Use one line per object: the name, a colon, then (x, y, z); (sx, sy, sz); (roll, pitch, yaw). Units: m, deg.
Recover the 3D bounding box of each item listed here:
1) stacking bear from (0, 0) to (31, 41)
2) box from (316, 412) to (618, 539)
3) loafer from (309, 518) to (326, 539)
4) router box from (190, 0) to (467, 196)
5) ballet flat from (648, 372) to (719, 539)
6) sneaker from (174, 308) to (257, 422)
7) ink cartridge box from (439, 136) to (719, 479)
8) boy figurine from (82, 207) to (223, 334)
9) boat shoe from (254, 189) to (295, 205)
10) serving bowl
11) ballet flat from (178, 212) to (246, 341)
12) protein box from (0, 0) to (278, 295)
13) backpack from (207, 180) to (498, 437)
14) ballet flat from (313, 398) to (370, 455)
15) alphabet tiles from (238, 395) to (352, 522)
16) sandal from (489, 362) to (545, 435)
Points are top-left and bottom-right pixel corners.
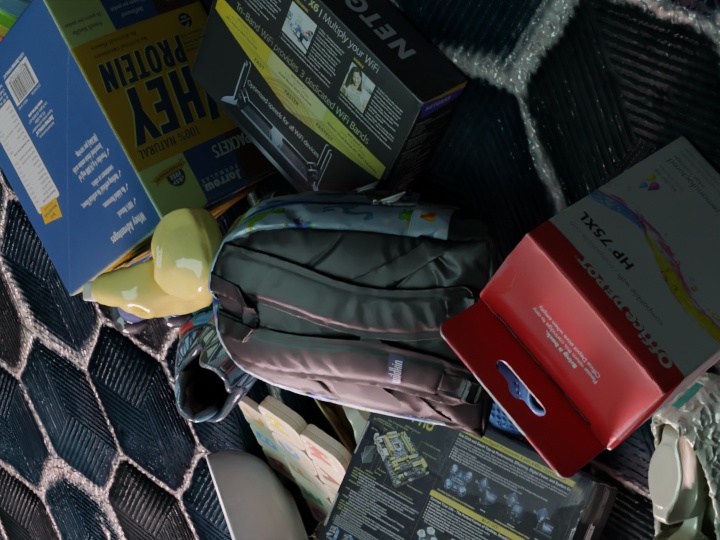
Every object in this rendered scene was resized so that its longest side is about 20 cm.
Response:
stacking bear: (-0.283, -0.245, 1.228); (0.123, 0.113, 0.200); (62, 150, 12)
box: (0.069, 0.191, 1.043); (0.198, 0.049, 0.163); (22, 91, 37)
loafer: (-0.004, 0.275, 1.250); (0.072, 0.072, 0.201); (50, 157, 33)
router box: (-0.030, -0.141, 1.043); (0.200, 0.052, 0.158); (47, 140, 17)
ballet flat: (0.215, 0.160, 0.945); (0.071, 0.071, 0.203); (17, 125, 42)
sneaker: (-0.127, 0.081, 1.162); (0.079, 0.096, 0.200); (41, 151, -2)
ink cartridge box: (0.153, 0.017, 0.814); (0.116, 0.199, 0.067); (49, 141, 13)
boy figurine: (-0.150, 0.005, 1.090); (0.200, 0.122, 0.065); (140, 120, -69)
boat shoe: (0.000, 0.000, 1.093); (0.200, 0.073, 0.062); (46, 128, 13)
serving bowl: (-0.081, 0.254, 1.305); (0.200, 0.065, 0.203); (161, 90, -82)
ballet flat: (-0.104, 0.016, 1.219); (0.070, 0.066, 0.200); (28, 142, -7)
protein box: (-0.201, -0.119, 1.185); (0.198, 0.134, 0.202); (-30, 90, 52)
backpack: (-0.006, 0.018, 0.989); (0.197, 0.154, 0.165); (-1, 118, 2)
ballet flat: (-0.008, 0.095, 1.154); (0.068, 0.063, 0.201); (-35, 90, 8)
alphabet tiles: (-0.026, 0.185, 1.215); (0.194, 0.015, 0.201); (31, 156, 33)
sandal: (0.137, 0.069, 0.960); (0.080, 0.087, 0.200); (56, 144, 3)
